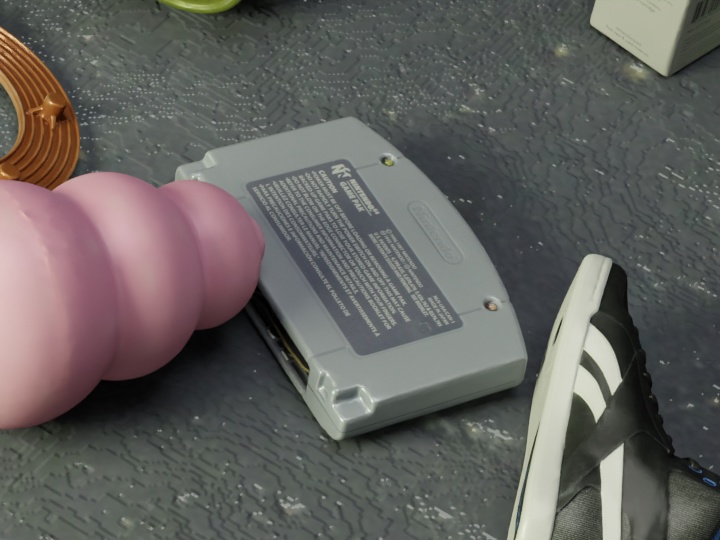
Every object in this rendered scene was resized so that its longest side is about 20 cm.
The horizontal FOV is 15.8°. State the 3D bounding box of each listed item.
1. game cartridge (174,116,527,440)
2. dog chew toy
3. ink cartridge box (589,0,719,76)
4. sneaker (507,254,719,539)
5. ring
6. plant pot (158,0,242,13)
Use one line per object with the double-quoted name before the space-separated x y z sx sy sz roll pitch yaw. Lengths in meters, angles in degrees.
"game cartridge" 0.000 0.000 1.405 0.133 0.041 0.200 -17 53 -23
"dog chew toy" -0.137 0.006 1.312 0.200 0.125 0.125 -16 51 -34
"ink cartridge box" 0.219 -0.229 1.561 0.068 0.200 0.116 39 50 24
"sneaker" 0.144 0.089 1.333 0.112 0.073 0.200 17 53 -1
"ring" -0.246 -0.103 1.420 0.200 0.019 0.201 21 34 -15
"plant pot" -0.073 -0.258 1.561 0.187 0.187 0.200 21 60 7
